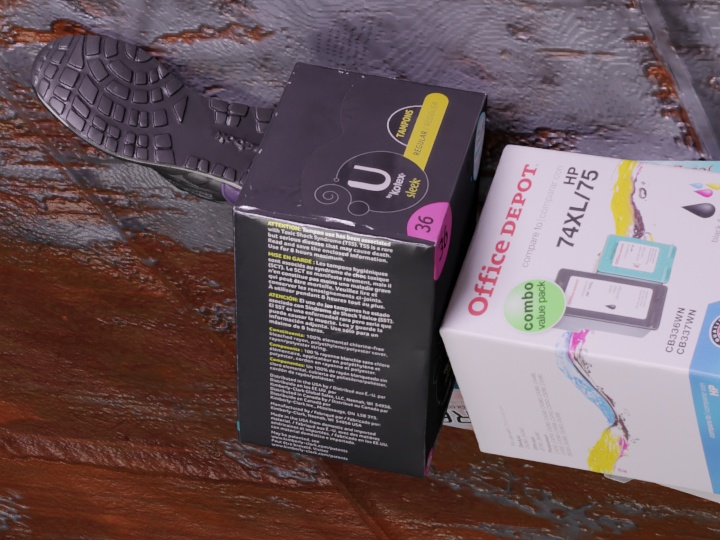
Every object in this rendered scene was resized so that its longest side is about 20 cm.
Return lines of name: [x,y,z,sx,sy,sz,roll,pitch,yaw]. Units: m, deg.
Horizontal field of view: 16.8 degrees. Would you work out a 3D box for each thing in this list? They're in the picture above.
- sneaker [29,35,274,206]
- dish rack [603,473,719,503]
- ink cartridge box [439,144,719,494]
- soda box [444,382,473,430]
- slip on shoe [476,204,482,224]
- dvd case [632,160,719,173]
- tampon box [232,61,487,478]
sneaker: [-0.129,-0.084,1.612,0.200,0.076,0.088,24,158,-8]
dish rack: [0.249,0.125,1.748,0.171,0.044,0.200,18,157,-1]
ink cartridge box: [0.173,0.032,1.493,0.200,0.147,0.146,9,149,21]
soda box: [0.050,0.067,1.764,0.200,0.069,0.064,10,151,16]
slip on shoe: [0.039,-0.027,1.613,0.076,0.061,0.200,-3,145,37]
dvd case: [0.211,-0.006,1.579,0.146,0.022,0.200,2,148,31]
tampon box: [0.000,0.000,1.507,0.126,0.150,0.200,10,134,9]
